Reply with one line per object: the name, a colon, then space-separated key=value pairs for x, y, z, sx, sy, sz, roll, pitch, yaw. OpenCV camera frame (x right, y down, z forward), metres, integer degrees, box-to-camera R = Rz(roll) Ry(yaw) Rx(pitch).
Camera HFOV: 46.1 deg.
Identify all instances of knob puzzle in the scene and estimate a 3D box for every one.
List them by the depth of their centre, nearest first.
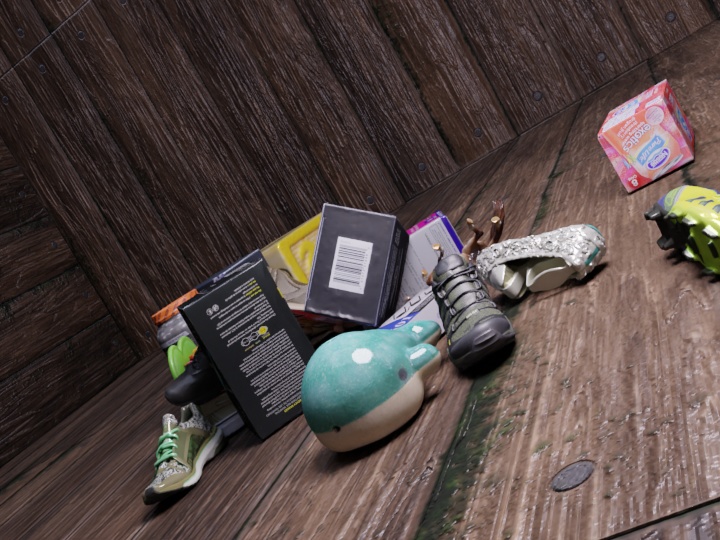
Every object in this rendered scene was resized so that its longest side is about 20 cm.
knob puzzle: x=-0.106 y=0.086 z=1.449 sx=0.214 sy=0.031 sz=0.220 roll=7 pitch=-11 yaw=1

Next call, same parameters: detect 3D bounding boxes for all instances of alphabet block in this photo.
alphabet block: x=-0.123 y=0.023 z=1.713 sx=0.198 sy=0.198 sz=0.196 roll=-24 pitch=11 yaw=42

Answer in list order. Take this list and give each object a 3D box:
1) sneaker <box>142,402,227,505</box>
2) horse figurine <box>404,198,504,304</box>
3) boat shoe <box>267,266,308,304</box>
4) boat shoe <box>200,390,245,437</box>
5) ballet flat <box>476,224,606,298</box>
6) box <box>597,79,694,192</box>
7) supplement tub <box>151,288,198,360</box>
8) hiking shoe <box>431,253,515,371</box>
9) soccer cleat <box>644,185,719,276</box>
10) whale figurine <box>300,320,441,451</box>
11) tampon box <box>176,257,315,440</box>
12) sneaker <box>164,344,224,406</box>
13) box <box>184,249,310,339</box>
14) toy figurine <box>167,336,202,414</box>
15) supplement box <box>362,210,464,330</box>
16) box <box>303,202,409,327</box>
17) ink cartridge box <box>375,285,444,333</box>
sneaker: x=-0.253 y=0.243 z=1.141 sx=0.076 sy=0.090 sz=0.200 roll=-29 pitch=7 yaw=15
horse figurine: x=0.144 y=-0.014 z=1.218 sx=0.199 sy=0.050 sz=0.133 roll=-38 pitch=-29 yaw=-13
boat shoe: x=-0.125 y=0.047 z=1.524 sx=0.063 sy=0.196 sz=0.075 roll=84 pitch=-162 yaw=-67
boat shoe: x=-0.151 y=0.175 z=1.283 sx=0.199 sy=0.063 sz=0.072 roll=-36 pitch=8 yaw=-28
ballet flat: x=0.195 y=-0.003 z=0.979 sx=0.071 sy=0.073 sz=0.199 roll=-35 pitch=7 yaw=-33
box: x=0.417 y=-0.198 z=1.227 sx=0.101 sy=0.096 sz=0.200 roll=-28 pitch=7 yaw=27
supplement tub: x=-0.290 y=0.145 z=1.547 sx=0.121 sy=0.203 sz=0.123 roll=-30 pitch=7 yaw=4
hiking shoe: x=0.107 y=0.038 z=0.907 sx=0.075 sy=0.102 sz=0.200 roll=-31 pitch=6 yaw=3
soccer cleat: x=0.311 y=-0.046 z=0.741 sx=0.083 sy=0.066 sz=0.200 roll=-28 pitch=7 yaw=8
whale figurine: x=0.013 y=0.098 z=0.884 sx=0.158 sy=0.105 sz=0.200 roll=-27 pitch=10 yaw=38
tampon box: x=-0.147 y=0.105 z=1.167 sx=0.125 sy=0.203 sz=0.150 roll=-32 pitch=8 yaw=-15
sneaker: x=-0.214 y=0.121 z=1.263 sx=0.199 sy=0.092 sz=0.075 roll=-38 pitch=34 yaw=-24
box: x=-0.216 y=0.089 z=1.616 sx=0.147 sy=0.203 sz=0.107 roll=-25 pitch=8 yaw=43
toy figurine: x=-0.196 y=0.142 z=1.383 sx=0.181 sy=0.153 sz=0.200 roll=-21 pitch=-20 yaw=2
supplement box: x=0.072 y=0.003 z=1.344 sx=0.198 sy=0.104 sz=0.101 roll=-33 pitch=7 yaw=4
box: x=0.000 y=0.000 z=1.193 sx=0.102 sy=0.152 sz=0.200 roll=10 pitch=-4 yaw=9
ink cartridge box: x=0.063 y=0.076 z=1.081 sx=0.199 sy=0.045 sz=0.093 roll=-38 pitch=7 yaw=-41
